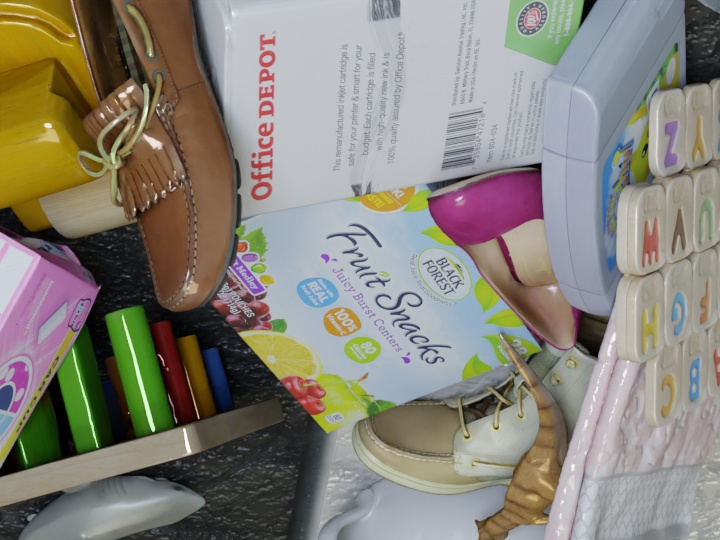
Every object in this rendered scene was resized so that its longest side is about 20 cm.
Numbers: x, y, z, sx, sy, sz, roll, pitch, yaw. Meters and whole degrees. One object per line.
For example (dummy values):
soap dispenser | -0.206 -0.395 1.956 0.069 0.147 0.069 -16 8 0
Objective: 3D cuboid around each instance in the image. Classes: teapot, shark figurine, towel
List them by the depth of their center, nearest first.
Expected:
towel | 0.193 0.091 1.083 0.200 0.032 0.192 6 102 -59
teapot | 0.068 0.250 1.286 0.199 0.146 0.198 -1 134 -1
shark figurine | -0.229 0.222 1.286 0.128 0.090 0.214 29 125 -25

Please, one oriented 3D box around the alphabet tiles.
alphabet tiles | 0.200 -0.013 1.004 0.015 0.200 0.197 7 103 33

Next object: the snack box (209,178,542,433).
snack box | 0.000 0.000 1.090 0.168 0.068 0.200 -22 133 18

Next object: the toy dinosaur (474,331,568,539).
toy dinosaur | 0.127 0.133 1.139 0.106 0.061 0.201 3 133 -11

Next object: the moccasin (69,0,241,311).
moccasin | -0.110 -0.078 0.854 0.077 0.202 0.074 -5 172 -37

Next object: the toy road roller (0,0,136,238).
toy road roller | -0.171 -0.076 0.948 0.122 0.146 0.200 -14 134 15

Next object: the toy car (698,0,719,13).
toy car | 0.272 -0.119 0.942 0.164 0.158 0.200 -29 117 19

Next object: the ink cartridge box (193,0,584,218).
ink cartridge box | 0.011 -0.120 0.926 0.199 0.084 0.146 -11 137 -15

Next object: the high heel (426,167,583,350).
high heel | 0.096 -0.004 1.005 0.067 0.097 0.200 -17 170 23

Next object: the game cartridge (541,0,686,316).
game cartridge | 0.148 -0.068 0.976 0.040 0.134 0.200 22 150 26

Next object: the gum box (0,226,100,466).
gum box | -0.236 0.064 0.988 0.066 0.201 0.114 28 175 12

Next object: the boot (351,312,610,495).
boot | 0.105 0.087 1.179 0.199 0.072 0.155 7 135 -17

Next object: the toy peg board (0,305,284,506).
toy peg board | -0.178 0.087 1.126 0.199 0.098 0.199 -16 178 13
